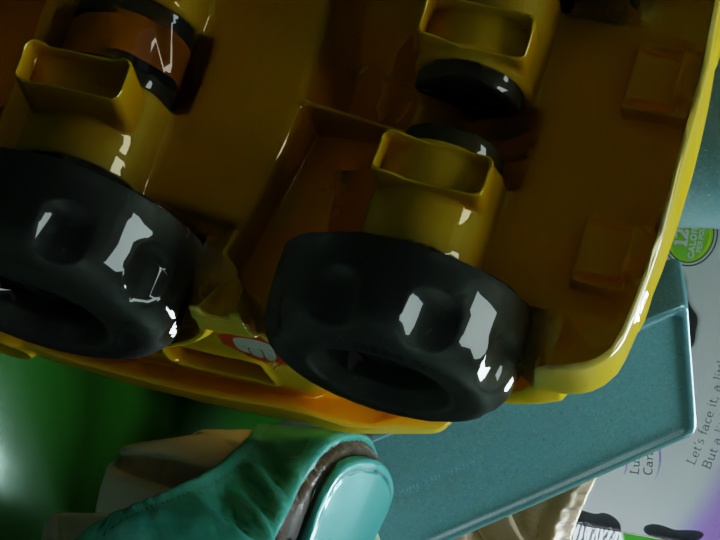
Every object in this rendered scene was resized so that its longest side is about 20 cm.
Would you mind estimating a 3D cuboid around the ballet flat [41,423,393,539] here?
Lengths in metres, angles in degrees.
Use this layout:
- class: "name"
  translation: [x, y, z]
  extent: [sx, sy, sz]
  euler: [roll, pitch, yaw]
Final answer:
- class: "ballet flat"
  translation: [-0.042, 0.070, 0.711]
  extent: [0.200, 0.070, 0.067]
  euler: [-35, 148, -77]

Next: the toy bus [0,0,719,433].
- class: "toy bus"
  translation: [-0.012, -0.015, 0.710]
  extent: [0.192, 0.200, 0.136]
  euler: [74, 32, -63]

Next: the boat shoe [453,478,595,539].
- class: "boat shoe"
  translation: [0.041, 0.070, 0.942]
  extent: [0.069, 0.074, 0.200]
  euler: [-158, -103, -70]

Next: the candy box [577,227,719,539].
- class: "candy box"
  translation: [0.146, 0.027, 1.120]
  extent: [0.072, 0.200, 0.168]
  euler: [11, 88, -70]

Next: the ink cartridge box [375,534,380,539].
- class: "ink cartridge box"
  translation: [-0.028, 0.176, 0.770]
  extent: [0.145, 0.048, 0.200]
  euler: [3, 65, -52]

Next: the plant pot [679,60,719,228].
- class: "plant pot"
  translation: [0.085, -0.106, 0.974]
  extent: [0.200, 0.134, 0.201]
  euler: [-6, 90, -73]

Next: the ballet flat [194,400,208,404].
- class: "ballet flat"
  translation: [0.000, 0.000, 0.920]
  extent: [0.200, 0.063, 0.069]
  euler: [-44, 138, -59]

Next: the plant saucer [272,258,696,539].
- class: "plant saucer"
  translation: [0.020, 0.061, 0.872]
  extent: [0.200, 0.019, 0.070]
  euler: [-21, 130, -14]
